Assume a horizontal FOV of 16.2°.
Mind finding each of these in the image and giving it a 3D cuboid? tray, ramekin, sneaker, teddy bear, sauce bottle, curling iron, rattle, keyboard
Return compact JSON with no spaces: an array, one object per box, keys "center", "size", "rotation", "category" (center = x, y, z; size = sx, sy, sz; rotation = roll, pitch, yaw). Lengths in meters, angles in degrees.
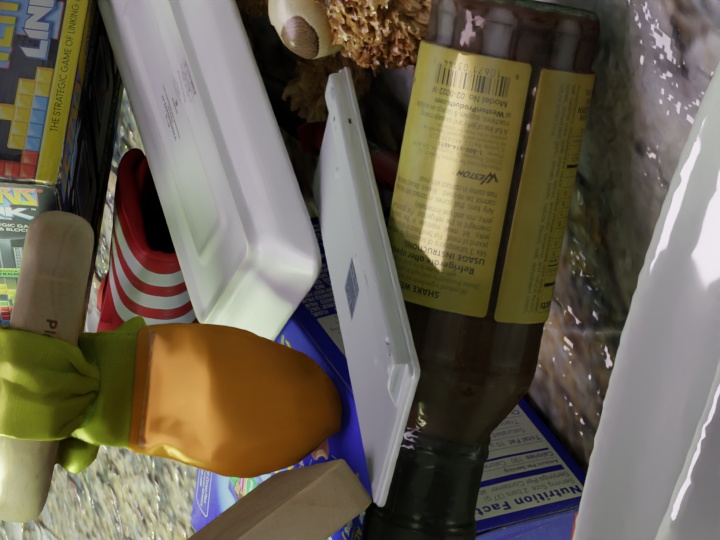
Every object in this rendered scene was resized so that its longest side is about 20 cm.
[{"center":[-0.069,-0.064,1.034],"size":[0.107,0.022,0.201],"rotation":[-53,51,56],"category":"tray"},{"center":[0.126,0.023,0.647],"size":[0.200,0.097,0.202],"rotation":[-163,90,-89],"category":"ramekin"},{"center":[-0.084,-0.005,1.178],"size":[0.200,0.078,0.116],"rotation":[-113,34,-74],"category":"sneaker"},{"center":[-0.032,-0.133,1.019],"size":[0.200,0.066,0.146],"rotation":[55,152,36],"category":"teddy bear"},{"center":[0.036,0.003,0.889],"size":[0.065,0.064,0.202],"rotation":[25,106,58],"category":"sauce bottle"},{"center":[-0.014,-0.048,1.068],"size":[0.200,0.025,0.050],"rotation":[44,121,52],"category":"curling iron"},{"center":[-0.098,0.053,1.063],"size":[0.200,0.142,0.131],"rotation":[112,150,-65],"category":"rattle"},{"center":[0.000,0.000,0.899],"size":[0.201,0.011,0.057],"rotation":[-102,16,-56],"category":"keyboard"}]

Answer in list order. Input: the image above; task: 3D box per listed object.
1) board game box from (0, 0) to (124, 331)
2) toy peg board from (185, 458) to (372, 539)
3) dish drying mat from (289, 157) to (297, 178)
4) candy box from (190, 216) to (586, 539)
[{"center":[-0.143,-0.084,1.146],"size":[0.166,0.056,0.201],"rotation":[93,-177,-61],"category":"board game box"},{"center":[-0.070,0.168,0.911],"size":[0.098,0.199,0.200],"rotation":[53,170,0],"category":"toy peg board"},{"center":[-0.070,-0.098,1.140],"size":[0.077,0.018,0.201],"rotation":[100,153,-55],"category":"dish drying mat"},{"center":[0.009,0.100,1.048],"size":[0.200,0.076,0.170],"rotation":[53,144,42],"category":"candy box"}]
